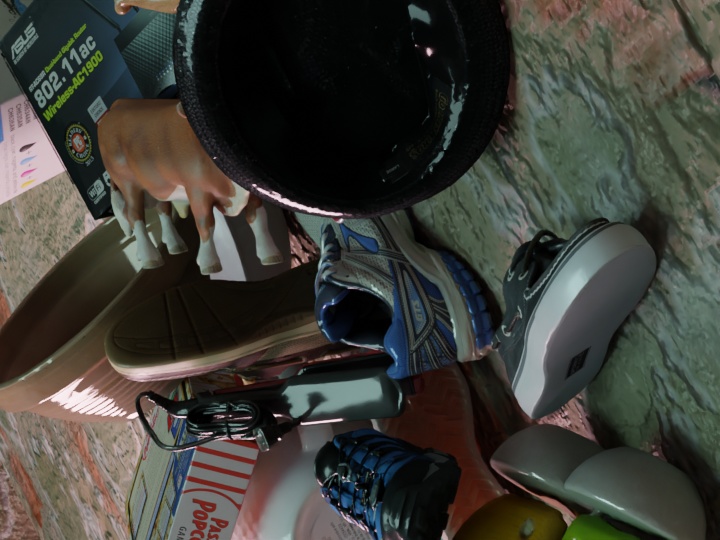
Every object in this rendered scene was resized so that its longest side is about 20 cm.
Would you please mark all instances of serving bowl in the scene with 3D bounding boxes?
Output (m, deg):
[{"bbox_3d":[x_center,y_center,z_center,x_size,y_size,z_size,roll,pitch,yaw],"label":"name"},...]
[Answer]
[{"bbox_3d":[-0.106,-0.052,1.546,0.200,0.065,0.201,51,158,30],"label":"serving bowl"}]

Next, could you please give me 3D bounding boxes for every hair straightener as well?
[{"bbox_3d":[-0.061,0.085,1.327,0.198,0.077,0.041,-4,108,22],"label":"hair straightener"}]

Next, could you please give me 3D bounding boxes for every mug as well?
[{"bbox_3d":[-0.033,0.148,1.473,0.175,0.146,0.202,-165,58,-75],"label":"mug"}]

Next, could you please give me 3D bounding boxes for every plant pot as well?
[{"bbox_3d":[-0.172,0.042,1.481,0.093,0.201,0.200,47,166,-20],"label":"plant pot"}]

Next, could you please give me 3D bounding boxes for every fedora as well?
[{"bbox_3d":[-0.011,-0.130,1.127,0.092,0.199,0.202,-92,-9,-55],"label":"fedora"}]

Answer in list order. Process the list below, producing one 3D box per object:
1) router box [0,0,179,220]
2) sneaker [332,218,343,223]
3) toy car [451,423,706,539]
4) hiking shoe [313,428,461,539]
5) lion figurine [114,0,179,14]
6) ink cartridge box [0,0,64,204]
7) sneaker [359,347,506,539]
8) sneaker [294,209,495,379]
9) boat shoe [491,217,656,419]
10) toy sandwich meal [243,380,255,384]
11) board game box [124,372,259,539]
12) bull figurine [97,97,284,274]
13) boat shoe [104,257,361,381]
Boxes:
[{"bbox_3d":[-0.149,-0.150,1.410,0.200,0.062,0.151,-40,75,41],"label":"router box"},{"bbox_3d":[-0.020,-0.077,1.291,0.113,0.071,0.200,65,158,4],"label":"sneaker"},{"bbox_3d":[0.132,0.195,1.172,0.149,0.176,0.200,32,171,-23],"label":"toy car"},{"bbox_3d":[0.010,0.136,1.234,0.086,0.075,0.200,17,177,2],"label":"hiking shoe"},{"bbox_3d":[-0.106,-0.194,1.209,0.200,0.121,0.073,26,-110,-66],"label":"lion figurine"},{"bbox_3d":[-0.261,-0.165,1.592,0.145,0.199,0.148,53,158,19],"label":"ink cartridge box"},{"bbox_3d":[0.049,0.129,1.380,0.201,0.071,0.080,65,163,5],"label":"sneaker"},{"bbox_3d":[0.000,0.000,1.318,0.200,0.085,0.078,43,152,45],"label":"sneaker"},{"bbox_3d":[0.105,0.014,1.111,0.066,0.070,0.200,54,166,18],"label":"boat shoe"},{"bbox_3d":[-0.097,0.079,1.696,0.206,0.070,0.206,51,162,23],"label":"toy sandwich meal"},{"bbox_3d":[-0.124,0.147,1.482,0.200,0.046,0.153,-116,42,-68],"label":"board game box"},{"bbox_3d":[-0.103,-0.063,1.299,0.199,0.065,0.123,9,109,58],"label":"bull figurine"},{"bbox_3d":[-0.071,0.047,1.385,0.072,0.198,0.072,-120,19,-45],"label":"boat shoe"}]
